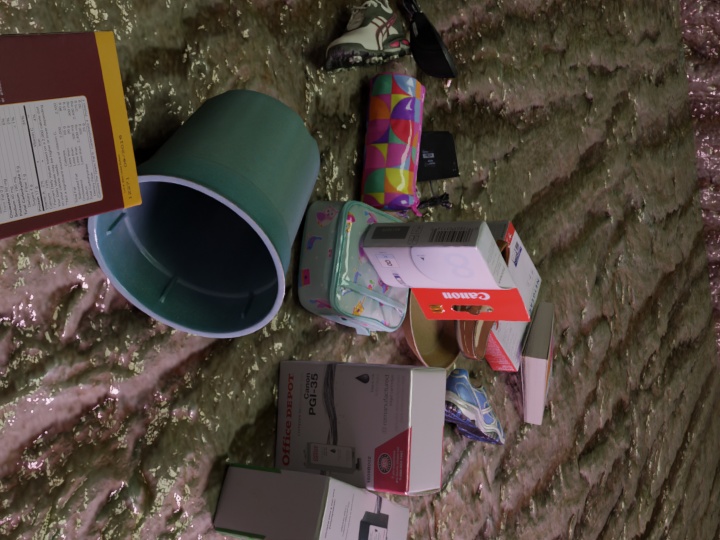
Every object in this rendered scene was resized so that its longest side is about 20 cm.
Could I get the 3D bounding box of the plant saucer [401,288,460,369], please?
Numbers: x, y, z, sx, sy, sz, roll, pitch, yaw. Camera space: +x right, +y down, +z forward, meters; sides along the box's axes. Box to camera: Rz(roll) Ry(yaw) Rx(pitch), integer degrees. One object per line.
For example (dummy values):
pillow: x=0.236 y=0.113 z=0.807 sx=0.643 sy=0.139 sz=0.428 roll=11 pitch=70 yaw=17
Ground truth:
plant saucer: x=0.110 y=0.055 z=1.538 sx=0.200 sy=0.035 sz=0.201 roll=0 pitch=90 yaw=-58

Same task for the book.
book: x=0.332 y=0.172 z=1.838 sx=0.200 sy=0.048 sz=0.134 roll=80 pitch=25 yaw=-46

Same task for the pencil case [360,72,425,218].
pencil case: x=0.048 y=-0.174 z=1.399 sx=0.088 sy=0.088 sz=0.201 roll=10 pitch=80 yaw=-58

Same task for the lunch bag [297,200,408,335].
lunch bag: x=0.000 y=0.000 z=1.323 sx=0.200 sy=0.077 sz=0.161 roll=22 pitch=71 yaw=-56

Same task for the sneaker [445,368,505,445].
sneaker: x=0.190 y=0.228 z=1.627 sx=0.200 sy=0.076 sz=0.077 roll=47 pitch=56 yaw=-49

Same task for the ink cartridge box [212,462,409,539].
ink cartridge box: x=-0.051 y=0.293 z=1.175 sx=0.200 sy=0.146 sz=0.083 roll=38 pitch=59 yaw=-53

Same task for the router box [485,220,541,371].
router box: x=0.247 y=0.045 z=1.745 sx=0.180 sy=0.049 sz=0.200 roll=53 pitch=47 yaw=-44

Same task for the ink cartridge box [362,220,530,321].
ink cartridge box: x=0.113 y=0.018 z=1.282 sx=0.200 sy=0.160 sz=0.047 roll=59 pitch=43 yaw=-40

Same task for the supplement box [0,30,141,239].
supplement box: x=-0.307 y=-0.091 z=0.718 sx=0.200 sy=0.197 sz=0.133 roll=-24 pitch=110 yaw=-56

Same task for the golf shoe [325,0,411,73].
golf shoe: x=0.000 y=-0.316 z=1.341 sx=0.200 sy=0.077 sz=0.088 roll=-36 pitch=113 yaw=-63

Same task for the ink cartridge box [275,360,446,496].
ink cartridge box: x=-0.003 y=0.185 z=1.203 sx=0.083 sy=0.200 sz=0.147 roll=9 pitch=82 yaw=-54

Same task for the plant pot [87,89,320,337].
plant pot: x=-0.138 y=-0.070 z=1.012 sx=0.201 sy=0.200 sz=0.196 roll=66 pitch=32 yaw=-33

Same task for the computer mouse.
computer mouse: x=0.101 y=-0.312 z=1.463 sx=0.141 sy=0.046 sz=0.200 roll=58 pitch=8 yaw=-41

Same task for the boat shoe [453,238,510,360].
boat shoe: x=0.197 y=0.041 z=1.576 sx=0.076 sy=0.074 sz=0.201 roll=23 pitch=70 yaw=-56

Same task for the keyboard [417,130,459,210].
keyboard: x=0.102 y=-0.152 z=1.544 sx=0.200 sy=0.021 sz=0.128 roll=-13 pitch=95 yaw=-56
